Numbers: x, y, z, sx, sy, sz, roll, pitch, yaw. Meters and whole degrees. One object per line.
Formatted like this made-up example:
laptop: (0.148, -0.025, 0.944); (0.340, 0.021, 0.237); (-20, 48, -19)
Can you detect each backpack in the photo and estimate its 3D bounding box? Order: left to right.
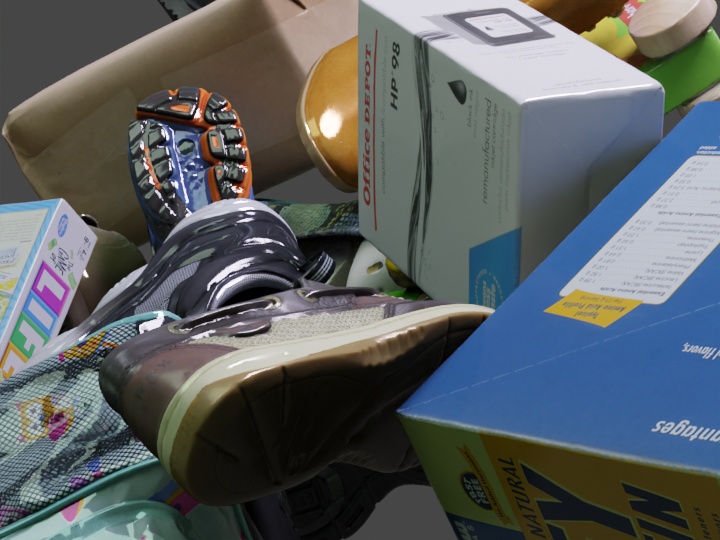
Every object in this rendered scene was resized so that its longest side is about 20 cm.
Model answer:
backpack: (-0.127, 0.136, 0.817); (0.198, 0.177, 0.154); (-15, 43, 5)

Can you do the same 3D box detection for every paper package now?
paper package: (-0.066, -0.105, 1.215); (0.199, 0.104, 0.191); (-23, 10, 33)

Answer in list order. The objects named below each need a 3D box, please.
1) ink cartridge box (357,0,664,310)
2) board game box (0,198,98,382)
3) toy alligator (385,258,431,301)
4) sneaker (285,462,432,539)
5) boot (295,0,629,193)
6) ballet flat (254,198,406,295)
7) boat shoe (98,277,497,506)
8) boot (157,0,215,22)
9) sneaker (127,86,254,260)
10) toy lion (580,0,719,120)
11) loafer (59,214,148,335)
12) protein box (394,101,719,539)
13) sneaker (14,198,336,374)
ink cartridge box: (0.050, -0.051, 0.919); (0.066, 0.117, 0.200); (-10, 25, -21)
board game box: (-0.238, 0.035, 1.066); (0.199, 0.034, 0.135); (-4, 52, 33)
toy alligator: (0.080, 0.002, 1.002); (0.198, 0.060, 0.054); (-21, 29, 13)
sneaker: (0.029, 0.059, 0.938); (0.198, 0.076, 0.091); (-15, 24, 21)
boot: (0.060, -0.117, 1.081); (0.143, 0.071, 0.201); (-26, 11, 32)
ballet flat: (0.000, 0.000, 1.088); (0.199, 0.075, 0.074); (-3, 34, 47)
boat shoe: (-0.012, 0.033, 0.769); (0.065, 0.074, 0.199); (36, 20, 28)
boot: (-0.042, -0.188, 1.433); (0.157, 0.080, 0.211); (-38, 38, -7)
sneaker: (-0.071, 0.010, 1.064); (0.075, 0.079, 0.202); (-7, 65, 0)
toy lion: (0.105, -0.092, 1.159); (0.191, 0.069, 0.200); (-34, 26, 4)
loafer: (-0.169, 0.008, 1.164); (0.067, 0.077, 0.200); (-21, 18, -23)
protein box: (0.161, 0.052, 0.751); (0.198, 0.136, 0.200); (6, 41, 48)
sneaker: (-0.091, 0.054, 0.942); (0.200, 0.075, 0.114); (-48, 23, -8)
